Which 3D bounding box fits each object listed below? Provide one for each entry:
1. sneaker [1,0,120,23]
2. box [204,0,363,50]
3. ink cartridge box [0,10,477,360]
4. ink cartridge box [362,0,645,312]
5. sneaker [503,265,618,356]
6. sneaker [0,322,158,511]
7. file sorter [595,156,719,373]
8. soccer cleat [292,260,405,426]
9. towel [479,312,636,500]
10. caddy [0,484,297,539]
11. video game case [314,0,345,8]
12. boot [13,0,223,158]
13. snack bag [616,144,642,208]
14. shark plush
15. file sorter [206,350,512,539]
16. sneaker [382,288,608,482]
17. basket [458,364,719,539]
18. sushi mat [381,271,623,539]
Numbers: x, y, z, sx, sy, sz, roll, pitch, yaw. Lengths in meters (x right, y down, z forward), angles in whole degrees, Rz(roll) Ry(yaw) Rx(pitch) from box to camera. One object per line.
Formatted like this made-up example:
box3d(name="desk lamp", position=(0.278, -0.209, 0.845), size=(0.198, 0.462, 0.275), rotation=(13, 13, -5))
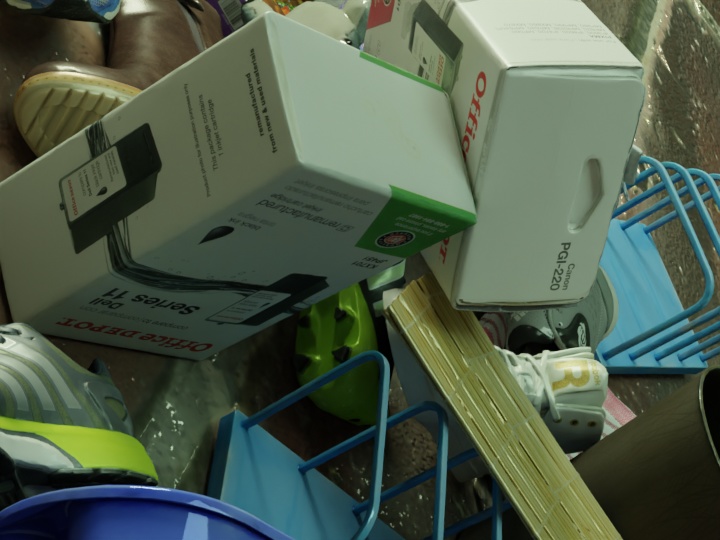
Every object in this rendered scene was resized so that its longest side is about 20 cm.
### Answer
box3d(name="sneaker", position=(-0.168, -0.221, 0.947), size=(0.078, 0.089, 0.201), rotation=(4, 51, -19))
box3d(name="box", position=(-0.016, -0.111, 1.147), size=(0.201, 0.039, 0.137), rotation=(60, 31, 0))
box3d(name="ink cartridge box", position=(-0.066, -0.033, 0.847), size=(0.146, 0.199, 0.083), rotation=(14, 57, -50))
box3d(name="ink cartridge box", position=(0.068, -0.090, 0.930), size=(0.084, 0.146, 0.200), rotation=(-2, 33, -21))
box3d(name="sneaker", position=(0.115, -0.004, 1.158), size=(0.200, 0.075, 0.116), rotation=(55, 35, -22))
box3d(name="sneaker", position=(-0.174, 0.062, 0.743), size=(0.200, 0.074, 0.081), rotation=(28, 36, -54))
box3d(name="file sorter", position=(0.252, -0.005, 1.362), size=(0.200, 0.122, 0.139), rotation=(5, 59, -54))
box3d(name="soccer cleat", position=(0.000, 0.000, 1.042), size=(0.081, 0.067, 0.201), rotation=(46, 45, -51))
box3d(name="towel", position=(0.128, 0.095, 1.193), size=(0.147, 0.030, 0.200), rotation=(56, 30, -6))
box3d(name="caddy", position=(-0.076, 0.159, 0.724), size=(0.200, 0.141, 0.105), rotation=(35, 41, -37))
box3d(name="video game case", position=(-0.081, -0.286, 1.177), size=(0.181, 0.023, 0.201), rotation=(33, 33, -23))
box3d(name="boot", position=(-0.133, -0.114, 0.971), size=(0.200, 0.072, 0.167), rotation=(20, 36, -46))
box3d(name="snack bag", position=(0.115, -0.108, 1.195), size=(0.188, 0.021, 0.200), rotation=(33, -3, 11))
box3d(name="shark plush", position=(-0.017, -0.107, 1.014), size=(0.200, 0.090, 0.084), rotation=(-103, 180, -61))
box3d(name="file sorter", position=(0.027, 0.161, 0.893), size=(0.200, 0.122, 0.139), rotation=(42, 35, -29))
box3d(name="sneaker", position=(0.088, 0.059, 1.011), size=(0.200, 0.115, 0.074), rotation=(56, 24, -56))
box3d(name="basket", position=(0.167, 0.169, 1.014), size=(0.180, 0.199, 0.136), rotation=(47, 31, -26))
box3d(name="sushi mat", position=(0.081, 0.090, 0.905), size=(0.200, 0.012, 0.096), rotation=(57, 26, 3))
